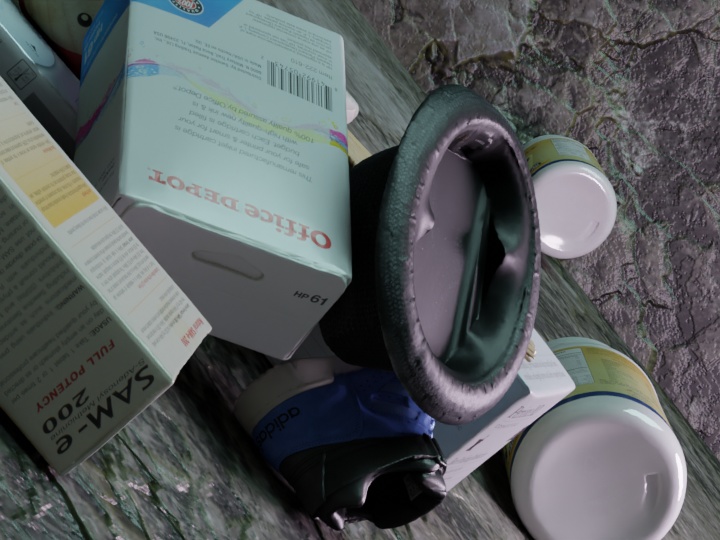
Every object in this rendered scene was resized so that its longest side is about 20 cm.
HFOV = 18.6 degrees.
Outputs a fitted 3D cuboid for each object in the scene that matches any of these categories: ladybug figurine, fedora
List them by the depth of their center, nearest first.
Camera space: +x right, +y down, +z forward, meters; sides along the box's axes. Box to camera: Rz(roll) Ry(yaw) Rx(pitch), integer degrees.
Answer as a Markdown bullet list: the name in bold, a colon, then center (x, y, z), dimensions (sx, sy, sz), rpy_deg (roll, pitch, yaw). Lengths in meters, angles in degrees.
- **fedora**: center (0.030, -0.007, 1.287), dimensions (0.200, 0.091, 0.202), rpy_deg (9, 79, -57)
- **ladybug figurine**: center (-0.166, -0.159, 1.395), dimensions (0.136, 0.072, 0.200), rpy_deg (47, -5, 12)

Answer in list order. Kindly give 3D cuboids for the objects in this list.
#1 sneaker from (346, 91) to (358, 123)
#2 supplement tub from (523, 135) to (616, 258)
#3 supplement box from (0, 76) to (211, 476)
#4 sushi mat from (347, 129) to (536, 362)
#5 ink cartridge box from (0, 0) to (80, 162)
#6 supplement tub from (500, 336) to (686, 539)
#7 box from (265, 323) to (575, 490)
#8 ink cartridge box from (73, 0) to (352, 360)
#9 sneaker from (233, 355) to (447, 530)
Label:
- **sneaker**: center (-0.067, -0.117, 1.691), dimensions (0.076, 0.088, 0.200), rpy_deg (49, -14, -11)
- **supplement tub**: center (0.293, -0.114, 3.240), dimensions (0.144, 0.144, 0.200), rpy_deg (48, 10, -17)
- **supplement box**: center (-0.165, -0.014, 1.018), dimensions (0.200, 0.073, 0.126), rpy_deg (50, 9, -4)
- **sushi mat**: center (0.046, -0.022, 1.426), dimensions (0.200, 0.012, 0.096), rpy_deg (43, 13, -35)
- **ink cartridge box**: center (-0.206, -0.136, 1.366), dimensions (0.160, 0.047, 0.200), rpy_deg (49, 11, -10)
- **supplement tub**: center (0.189, 0.145, 1.842), dimensions (0.145, 0.144, 0.200), rpy_deg (48, 10, -14)
- **box**: center (0.028, 0.044, 1.519), dimensions (0.200, 0.131, 0.199), rpy_deg (52, 10, 11)
- **ink cartridge box**: center (-0.085, -0.065, 1.251), dimensions (0.144, 0.085, 0.201), rpy_deg (20, 42, -23)
- **sneaker**: center (0.025, 0.097, 1.320), dimensions (0.199, 0.077, 0.112), rpy_deg (-12, 61, -47)
